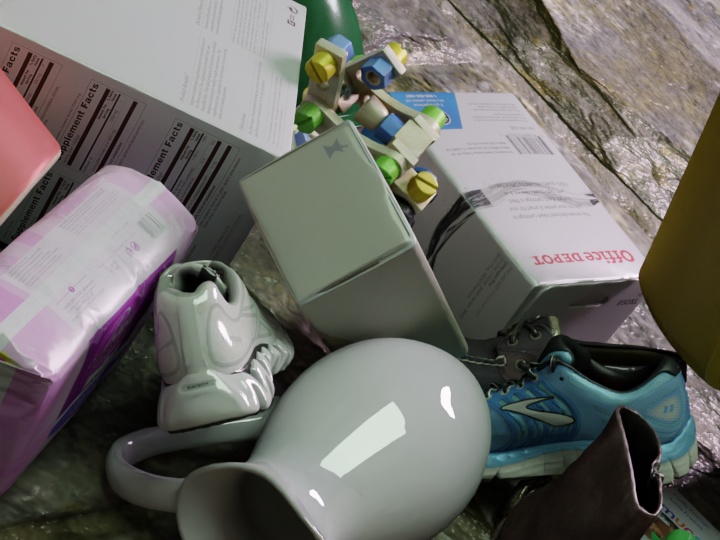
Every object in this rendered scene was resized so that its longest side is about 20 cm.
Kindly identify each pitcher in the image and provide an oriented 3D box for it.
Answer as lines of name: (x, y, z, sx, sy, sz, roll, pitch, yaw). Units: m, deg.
pitcher: (-0.030, 0.105, 1.108, 0.171, 0.122, 0.200, 24, 31, 26)

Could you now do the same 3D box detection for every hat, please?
hat: (-0.029, -0.231, 1.473, 0.199, 0.176, 0.166, 20, 35, -22)

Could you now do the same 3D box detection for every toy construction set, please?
toy construction set: (-0.014, -0.078, 1.309, 0.131, 0.200, 0.092, 45, 67, -6)

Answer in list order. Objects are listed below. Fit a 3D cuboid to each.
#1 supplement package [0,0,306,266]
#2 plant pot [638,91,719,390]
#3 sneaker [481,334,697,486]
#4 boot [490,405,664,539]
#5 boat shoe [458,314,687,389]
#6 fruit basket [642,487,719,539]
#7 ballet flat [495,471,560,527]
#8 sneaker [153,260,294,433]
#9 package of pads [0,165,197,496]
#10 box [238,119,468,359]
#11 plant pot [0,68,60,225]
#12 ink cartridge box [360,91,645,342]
supplement package: (-0.157, -0.109, 1.226, 0.199, 0.147, 0.192, 25, 34, -15)
plant pot: (0.306, 0.000, 1.265, 0.199, 0.201, 0.177, 20, 28, -1)
sneaker: (0.112, 0.080, 1.224, 0.199, 0.091, 0.078, 1, 17, 9)
boot: (0.105, 0.184, 1.064, 0.072, 0.167, 0.200, 26, 33, -12)
boat shoe: (0.121, 0.061, 1.294, 0.199, 0.065, 0.072, 14, 16, 1)
fruit basket: (0.235, 0.218, 1.210, 0.185, 0.094, 0.200, 44, 30, 15)
ballet flat: (0.150, 0.129, 1.288, 0.067, 0.046, 0.200, 41, 33, 12)
sneaker: (-0.081, 0.029, 1.090, 0.200, 0.075, 0.082, -102, 178, -81)
package of pads: (-0.172, 0.033, 1.052, 0.075, 0.121, 0.200, 35, 33, 1)
box: (0.000, 0.000, 1.183, 0.095, 0.077, 0.200, 63, 1, 25)
plant pot: (-0.273, -0.069, 1.048, 0.177, 0.200, 0.201, 41, 31, -10)
ink cartridge box: (0.100, -0.035, 1.423, 0.144, 0.084, 0.200, -4, 48, -44)
